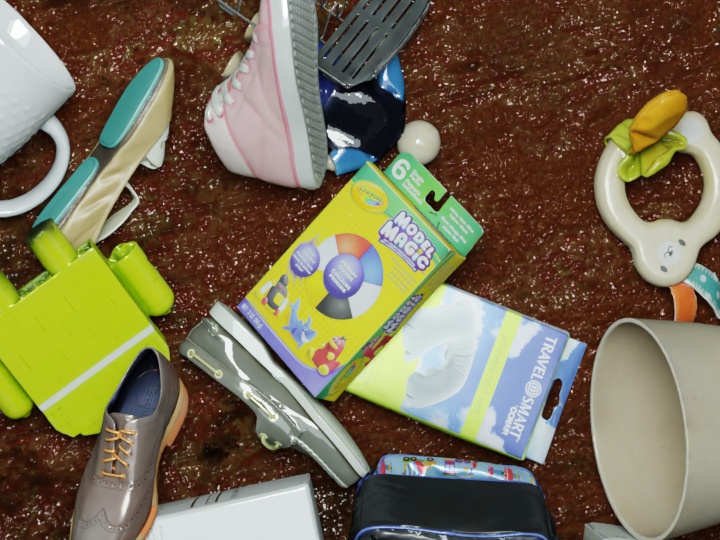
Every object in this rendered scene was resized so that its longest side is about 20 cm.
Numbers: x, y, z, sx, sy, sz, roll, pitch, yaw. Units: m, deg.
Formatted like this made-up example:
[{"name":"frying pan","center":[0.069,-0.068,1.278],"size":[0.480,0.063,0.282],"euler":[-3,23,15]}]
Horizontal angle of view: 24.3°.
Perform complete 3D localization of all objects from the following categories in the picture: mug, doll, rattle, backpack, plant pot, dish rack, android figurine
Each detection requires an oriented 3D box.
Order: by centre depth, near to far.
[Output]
[{"name":"mug","center":[-0.337,-0.128,1.428],"size":[0.175,0.148,0.200],"euler":[-43,120,7]},{"name":"backpack","center":[0.073,0.277,1.435],"size":[0.180,0.135,0.202],"euler":[2,118,-1]},{"name":"plant pot","center":[0.325,0.127,1.435],"size":[0.198,0.187,0.190],"euler":[-4,90,-16]},{"name":"rattle","center":[0.282,-0.043,1.445],"size":[0.129,0.143,0.203],"euler":[-3,84,-20]},{"name":"dish rack","center":[-0.040,-0.258,1.446],"size":[0.199,0.055,0.154],"euler":[35,71,6]},{"name":"android figurine","center":[-0.245,0.058,1.447],"size":[0.181,0.041,0.201],"euler":[-37,113,-2]},{"name":"doll","center":[-0.017,-0.154,1.476],"size":[0.199,0.048,0.137],"euler":[30,90,-1]}]

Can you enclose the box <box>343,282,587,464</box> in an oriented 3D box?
[{"name":"box","center":[0.092,0.083,1.480],"size":[0.198,0.048,0.123],"euler":[21,89,-1]}]

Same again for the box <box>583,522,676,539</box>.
[{"name":"box","center":[0.228,0.329,1.461],"size":[0.077,0.095,0.203],"euler":[7,91,-3]}]

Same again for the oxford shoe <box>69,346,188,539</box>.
[{"name":"oxford shoe","center":[-0.199,0.155,1.372],"size":[0.070,0.073,0.202],"euler":[5,55,13]}]

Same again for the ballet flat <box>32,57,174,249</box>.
[{"name":"ballet flat","center":[-0.211,-0.093,1.471],"size":[0.063,0.069,0.201],"euler":[36,91,-29]}]

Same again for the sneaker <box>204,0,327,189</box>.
[{"name":"sneaker","center":[-0.088,-0.159,1.398],"size":[0.103,0.076,0.202],"euler":[6,127,16]}]

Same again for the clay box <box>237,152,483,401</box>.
[{"name":"clay box","center":[0.000,0.000,1.440],"size":[0.200,0.048,0.115],"euler":[-48,67,10]}]

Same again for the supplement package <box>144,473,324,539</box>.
[{"name":"supplement package","center":[-0.128,0.256,1.434],"size":[0.198,0.120,0.123],"euler":[-11,88,-2]}]

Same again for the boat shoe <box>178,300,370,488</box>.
[{"name":"boat shoe","center":[-0.074,0.118,1.463],"size":[0.060,0.072,0.202],"euler":[-44,85,0]}]
